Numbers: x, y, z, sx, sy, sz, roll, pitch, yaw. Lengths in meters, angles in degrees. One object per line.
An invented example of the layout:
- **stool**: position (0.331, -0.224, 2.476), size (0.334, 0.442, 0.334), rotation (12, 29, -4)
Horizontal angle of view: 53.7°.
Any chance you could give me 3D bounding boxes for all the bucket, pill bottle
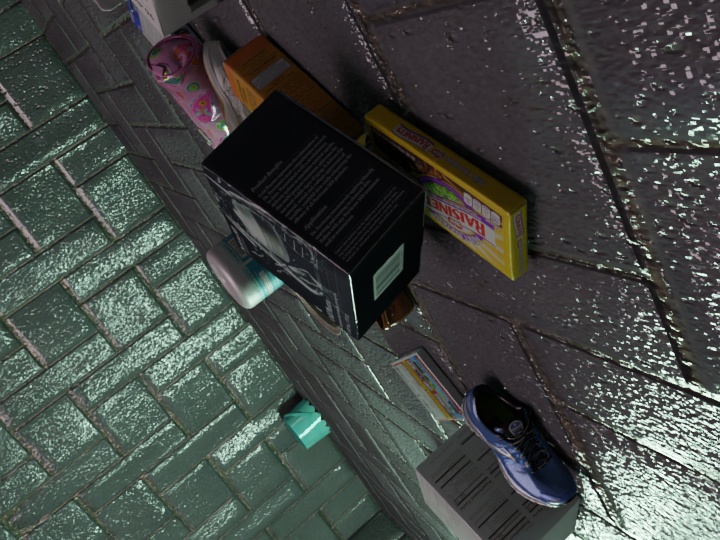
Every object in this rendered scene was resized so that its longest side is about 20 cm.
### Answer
- **bucket**: position (-0.245, 0.691, 3.199), size (0.207, 0.135, 0.207), rotation (46, 162, 20)
- **pill bottle**: position (-0.130, -0.040, 1.105), size (0.111, 0.200, 0.111), rotation (47, 164, 18)

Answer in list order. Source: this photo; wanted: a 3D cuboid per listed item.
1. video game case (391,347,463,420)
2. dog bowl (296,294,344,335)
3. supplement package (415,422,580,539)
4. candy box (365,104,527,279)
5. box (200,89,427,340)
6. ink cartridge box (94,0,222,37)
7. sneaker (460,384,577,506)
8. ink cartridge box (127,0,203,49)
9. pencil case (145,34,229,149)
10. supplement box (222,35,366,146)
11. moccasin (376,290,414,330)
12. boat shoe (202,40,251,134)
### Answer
- **video game case**: position (0.125, 0.208, 1.277), size (0.143, 0.017, 0.200), rotation (51, 165, 4)
- **dog bowl**: position (-0.071, 0.020, 1.313), size (0.200, 0.074, 0.200), rotation (47, 165, 17)
- **supplement package**: position (0.212, 0.359, 1.113), size (0.200, 0.150, 0.152), rotation (41, 161, 34)
- **candy box**: position (0.084, -0.079, 0.705), size (0.200, 0.026, 0.102), rotation (41, 165, 34)
- **box**: position (-0.043, -0.053, 0.776), size (0.196, 0.124, 0.200), rotation (38, 163, 17)
- **ink cartridge box**: position (-0.168, -0.296, 0.641), size (0.116, 0.200, 0.068), rotation (48, 164, 14)
- **sneaker**: position (0.214, 0.237, 0.974), size (0.200, 0.078, 0.089), rotation (45, 166, 23)
- **ink cartridge box**: position (-0.305, -0.375, 1.158), size (0.200, 0.042, 0.119), rotation (48, 163, 4)
- **pencil case**: position (-0.239, -0.263, 1.077), size (0.087, 0.087, 0.200), rotation (43, 173, 28)
- **supplement box**: position (-0.078, -0.195, 0.866), size (0.200, 0.069, 0.067), rotation (43, 165, 20)
- **moccasin**: position (-0.001, 0.000, 1.054), size (0.202, 0.078, 0.074), rotation (59, 163, -23)
- **boat shoe**: position (-0.161, -0.249, 0.989), size (0.201, 0.069, 0.071), rotation (66, -169, 22)
